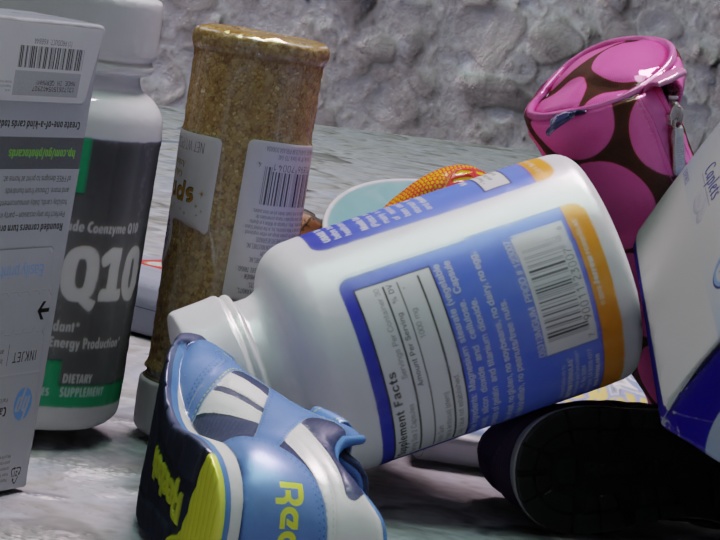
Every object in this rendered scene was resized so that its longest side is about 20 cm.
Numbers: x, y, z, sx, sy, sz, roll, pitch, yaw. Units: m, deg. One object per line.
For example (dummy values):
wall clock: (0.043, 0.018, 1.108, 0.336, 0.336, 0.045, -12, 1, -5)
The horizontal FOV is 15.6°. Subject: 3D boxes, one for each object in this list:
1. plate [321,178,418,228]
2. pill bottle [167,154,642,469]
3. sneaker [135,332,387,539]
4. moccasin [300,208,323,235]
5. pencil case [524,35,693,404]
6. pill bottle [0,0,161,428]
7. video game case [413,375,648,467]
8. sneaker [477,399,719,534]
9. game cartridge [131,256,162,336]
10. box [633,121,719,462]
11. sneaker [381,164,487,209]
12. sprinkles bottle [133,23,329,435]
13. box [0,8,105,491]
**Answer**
plate: (0.072, 0.006, 1.488, 0.200, 0.026, 0.200, 14, 26, -7)
pill bottle: (0.018, 0.027, 1.205, 0.200, 0.112, 0.112, -18, 13, -10)
sneaker: (-0.043, 0.082, 1.057, 0.082, 0.074, 0.200, 7, 16, -13)
moccasin: (0.006, 0.028, 1.539, 0.074, 0.078, 0.201, -5, -22, 37)
pencil case: (0.152, -0.012, 1.287, 0.094, 0.200, 0.091, -4, 30, 45)
pill bottle: (-0.155, -0.034, 1.237, 0.113, 0.200, 0.113, 9, 7, -1)
video game case: (0.127, 0.041, 1.390, 0.200, 0.022, 0.182, 8, 43, -6)
sneaker: (0.154, 0.088, 1.261, 0.200, 0.076, 0.088, 7, 2, -17)
game cartridge: (-0.077, 0.020, 1.647, 0.133, 0.041, 0.200, 19, 11, 33)
box: (0.232, 0.037, 1.166, 0.200, 0.105, 0.184, 33, 22, -13)
sneaker: (0.000, 0.000, 1.322, 0.073, 0.077, 0.200, 8, -36, -32)
sprinkles bottle: (-0.062, -0.016, 1.272, 0.068, 0.200, 0.068, 9, 7, -1)
box: (-0.171, -0.006, 1.046, 0.041, 0.200, 0.156, 12, 8, 24)
